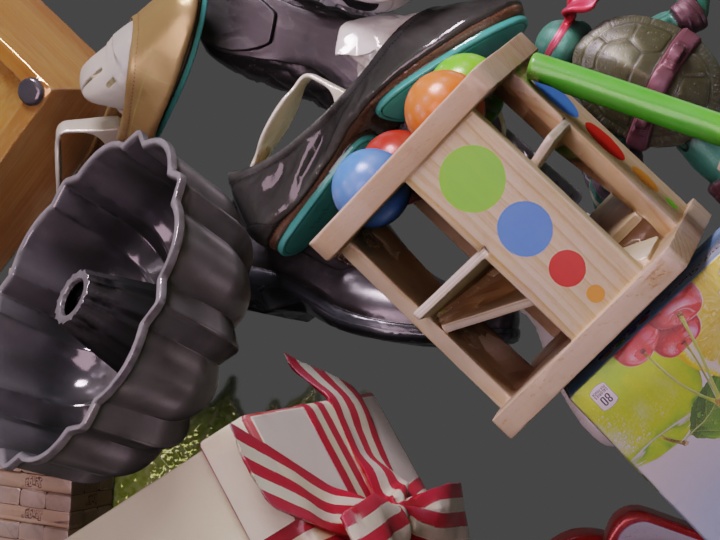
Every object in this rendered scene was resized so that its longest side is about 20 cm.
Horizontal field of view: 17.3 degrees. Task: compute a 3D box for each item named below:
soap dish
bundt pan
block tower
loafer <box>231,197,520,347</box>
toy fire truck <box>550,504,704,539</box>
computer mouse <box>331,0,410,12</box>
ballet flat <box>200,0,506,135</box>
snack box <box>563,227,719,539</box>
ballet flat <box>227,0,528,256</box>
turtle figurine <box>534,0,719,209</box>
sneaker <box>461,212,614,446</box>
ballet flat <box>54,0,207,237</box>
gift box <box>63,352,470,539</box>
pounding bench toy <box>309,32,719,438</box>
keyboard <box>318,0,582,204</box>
[{"bbox_3d":[-0.256,-0.084,1.452,0.157,0.081,0.200,44,106,18],"label":"soap dish"},{"bbox_3d":[-0.129,0.029,1.311,0.202,0.076,0.202,-38,37,37],"label":"bundt pan"},{"bbox_3d":[-0.182,0.101,1.432,0.058,0.054,0.200,6,92,24],"label":"block tower"},{"bbox_3d":[0.000,0.000,1.347,0.200,0.073,0.072,12,89,22],"label":"loafer"},{"bbox_3d":[0.160,0.234,1.266,0.168,0.112,0.200,21,97,-4],"label":"toy fire truck"},{"bbox_3d":[-0.016,-0.186,1.328,0.110,0.044,0.200,-45,44,-8],"label":"computer mouse"},{"bbox_3d":[-0.003,-0.117,1.358,0.200,0.057,0.067,26,100,16],"label":"ballet flat"},{"bbox_3d":[0.230,0.073,1.198,0.169,0.068,0.200,-45,95,4],"label":"snack box"},{"bbox_3d":[0.000,-0.095,1.295,0.200,0.068,0.068,-43,73,14],"label":"ballet flat"},{"bbox_3d":[0.163,-0.092,1.265,0.200,0.101,0.150,29,105,13],"label":"turtle figurine"},{"bbox_3d":[0.119,-0.008,1.287,0.088,0.075,0.200,-35,91,25],"label":"sneaker"},{"bbox_3d":[-0.141,-0.086,1.372,0.063,0.069,0.200,11,124,-13],"label":"ballet flat"},{"bbox_3d":[-0.050,0.163,1.304,0.187,0.185,0.200,-32,83,22],"label":"gift box"},{"bbox_3d":[0.096,-0.052,1.181,0.156,0.124,0.200,44,109,1],"label":"pounding bench toy"},{"bbox_3d":[0.040,-0.084,1.362,0.200,0.011,0.056,43,105,18],"label":"keyboard"}]
